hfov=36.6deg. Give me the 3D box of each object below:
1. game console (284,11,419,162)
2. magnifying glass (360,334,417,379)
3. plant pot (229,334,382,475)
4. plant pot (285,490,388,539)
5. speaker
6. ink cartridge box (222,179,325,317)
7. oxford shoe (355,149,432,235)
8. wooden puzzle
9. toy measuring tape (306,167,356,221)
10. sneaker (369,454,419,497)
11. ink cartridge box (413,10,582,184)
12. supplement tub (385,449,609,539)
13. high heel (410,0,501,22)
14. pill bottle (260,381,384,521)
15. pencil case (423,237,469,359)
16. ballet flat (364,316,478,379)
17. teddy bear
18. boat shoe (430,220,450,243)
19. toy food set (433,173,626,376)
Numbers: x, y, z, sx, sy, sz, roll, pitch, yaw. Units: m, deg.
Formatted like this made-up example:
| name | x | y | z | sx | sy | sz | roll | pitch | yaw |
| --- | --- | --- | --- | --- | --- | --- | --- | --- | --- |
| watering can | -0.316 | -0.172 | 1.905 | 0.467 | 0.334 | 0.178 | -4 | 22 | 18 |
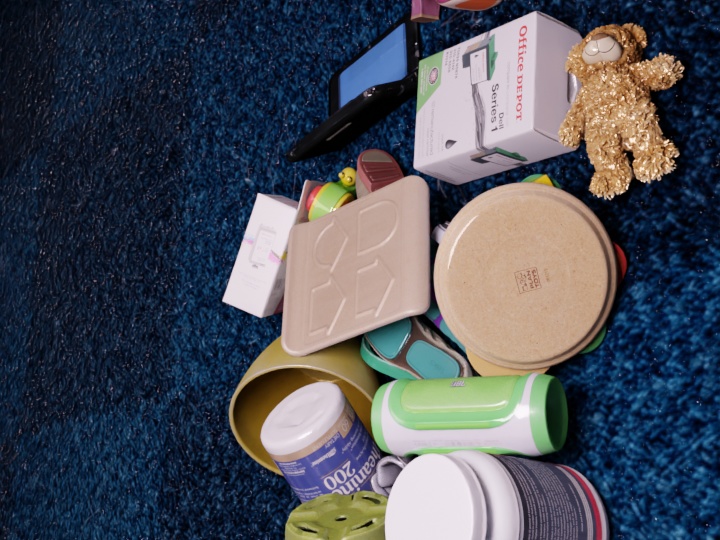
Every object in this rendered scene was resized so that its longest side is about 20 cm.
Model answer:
| name | x | y | z | sx | sy | sz | roll | pitch | yaw |
| --- | --- | --- | --- | --- | --- | --- | --- | --- | --- |
| game console | -0.014 | -0.254 | 1.508 | 0.199 | 0.175 | 0.118 | -31 | 83 | 43 |
| magnifying glass | 0.075 | 0.126 | 1.304 | 0.199 | 0.079 | 0.023 | 37 | 124 | 39 |
| plant pot | -0.056 | 0.148 | 1.387 | 0.200 | 0.199 | 0.143 | -44 | 20 | 33 |
| plant pot | -0.009 | 0.350 | 1.177 | 0.198 | 0.198 | 0.194 | 6 | 107 | 52 |
| speaker | 0.112 | 0.153 | 1.140 | 0.197 | 0.088 | 0.090 | -6 | 72 | 29 |
| ink cartridge box | -0.121 | -0.042 | 1.557 | 0.066 | 0.116 | 0.203 | 21 | 96 | 11 |
| oxford shoe | 0.043 | -0.063 | 1.423 | 0.075 | 0.069 | 0.202 | 108 | 151 | -51 |
| wooden puzzle | 0.000 | 0.000 | 1.294 | 0.197 | 0.046 | 0.188 | -19 | 53 | 29 |
| toy measuring tape | -0.058 | -0.053 | 1.519 | 0.073 | 0.073 | 0.202 | 40 | 107 | 50 |
| sneaker | 0.062 | 0.207 | 1.251 | 0.076 | 0.113 | 0.202 | -46 | 46 | 31 |
| ink cartridge box | 0.160 | -0.199 | 1.284 | 0.198 | 0.083 | 0.149 | -14 | 68 | 50 |
| supplement tub | 0.136 | 0.253 | 1.070 | 0.139 | 0.198 | 0.143 | -21 | 62 | 46 |
| high heel | 0.122 | -0.384 | 1.404 | 0.199 | 0.066 | 0.098 | 5 | 93 | 56 |
| pill bottle | -0.023 | 0.240 | 1.275 | 0.110 | 0.202 | 0.111 | -26 | 22 | 12 |
| pencil case | 0.112 | 0.036 | 1.263 | 0.200 | 0.091 | 0.086 | 42 | 111 | 51 |
| ballet flat | 0.069 | 0.096 | 1.292 | 0.068 | 0.062 | 0.200 | -53 | 46 | 6 |
| teddy bear | 0.270 | -0.174 | 1.149 | 0.144 | 0.066 | 0.204 | -6 | 74 | 48 |
| boat shoe | 0.161 | -0.030 | 1.244 | 0.199 | 0.069 | 0.067 | 28 | 92 | 52 |
| toy food set | 0.175 | 0.008 | 1.135 | 0.196 | 0.049 | 0.202 | -31 | 93 | 9 |
